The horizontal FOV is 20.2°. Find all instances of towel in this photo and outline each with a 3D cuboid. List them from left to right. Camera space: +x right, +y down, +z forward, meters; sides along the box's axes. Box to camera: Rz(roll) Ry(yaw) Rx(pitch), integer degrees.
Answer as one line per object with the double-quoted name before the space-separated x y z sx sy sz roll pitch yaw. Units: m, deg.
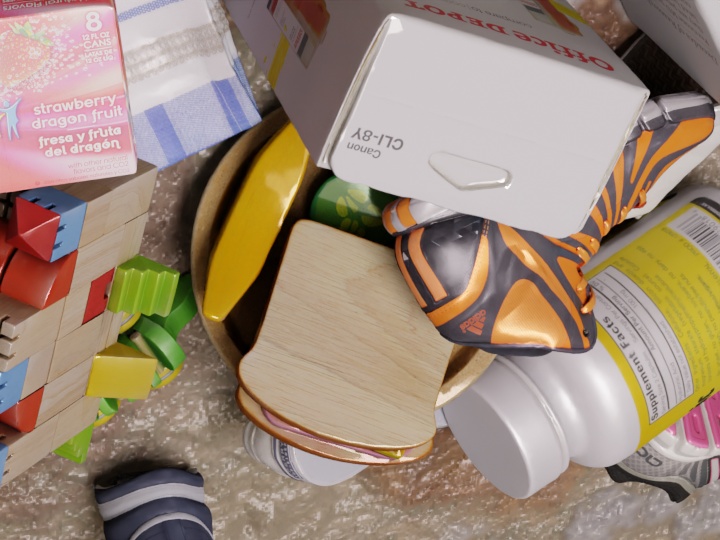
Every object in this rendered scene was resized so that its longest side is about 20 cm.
"towel" -0.142 -0.124 1.020 0.147 0.024 0.200 -25 128 -6

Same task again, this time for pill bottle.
"pill bottle" 0.147 0.044 1.168 0.200 0.111 0.111 -32 129 -20

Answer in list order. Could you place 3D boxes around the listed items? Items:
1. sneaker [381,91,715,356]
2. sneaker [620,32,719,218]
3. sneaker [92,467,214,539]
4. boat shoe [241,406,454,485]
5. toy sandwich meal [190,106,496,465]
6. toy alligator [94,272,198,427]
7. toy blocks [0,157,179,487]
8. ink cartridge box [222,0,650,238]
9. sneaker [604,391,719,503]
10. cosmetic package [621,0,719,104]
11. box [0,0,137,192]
"sneaker" 0.113 -0.017 1.065 0.200 0.078 0.112 -24 92 -18
"sneaker" 0.172 -0.085 1.162 0.200 0.073 0.085 -31 151 -3
"sneaker" -0.125 0.188 1.210 0.070 0.109 0.200 -9 154 -21
"boat shoe" 0.016 0.070 1.186 0.200 0.070 0.071 -26 109 -36
"toy sandwich meal" 0.000 0.000 1.079 0.205 0.070 0.206 0 89 -10
"toy alligator" -0.162 0.068 1.116 0.200 0.054 0.059 -32 127 -1
"toy blocks" -0.168 0.023 0.998 0.100 0.137 0.200 22 112 14
"ink cartridge box" 0.031 -0.111 0.985 0.145 0.200 0.084 13 116 -26
"sneaker" 0.226 0.105 1.296 0.200 0.074 0.087 2 152 -43
"cosmetic package" 0.204 -0.207 1.023 0.167 0.166 0.200 -35 129 1
"box" -0.211 -0.094 0.939 0.200 0.103 0.095 -8 129 -6
